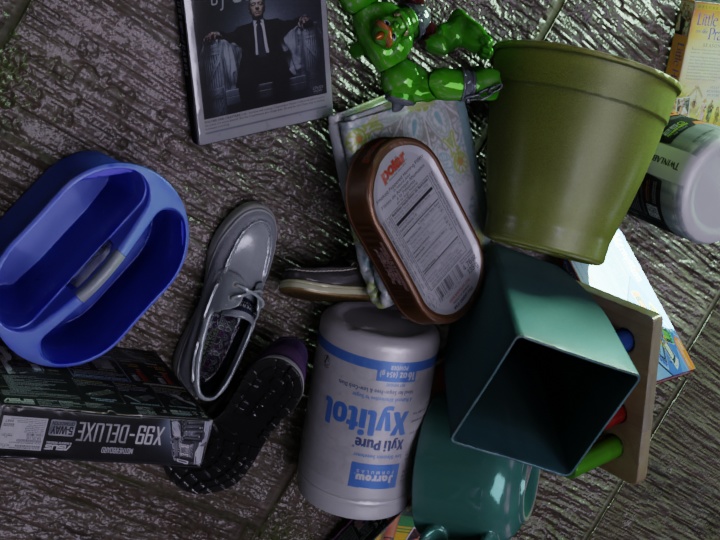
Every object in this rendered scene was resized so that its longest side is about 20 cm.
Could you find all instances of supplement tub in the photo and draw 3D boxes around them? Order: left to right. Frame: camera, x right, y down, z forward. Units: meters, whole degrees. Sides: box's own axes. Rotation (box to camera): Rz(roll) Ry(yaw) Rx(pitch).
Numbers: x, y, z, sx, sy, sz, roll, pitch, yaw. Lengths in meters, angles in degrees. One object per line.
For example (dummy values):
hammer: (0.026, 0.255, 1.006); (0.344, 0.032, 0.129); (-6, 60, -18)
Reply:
supplement tub: (0.007, 0.145, 1.266); (0.130, 0.132, 0.204); (-1, 109, -30)
supplement tub: (0.330, -0.115, 1.317); (0.121, 0.199, 0.125); (-12, 115, -27)

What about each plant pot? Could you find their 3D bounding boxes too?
plant pot: (0.168, 0.073, 1.219); (0.139, 0.201, 0.142); (18, 123, -18)
plant pot: (0.209, -0.113, 1.224); (0.198, 0.199, 0.196); (13, 92, -34)

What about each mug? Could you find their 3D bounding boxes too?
mug: (0.127, 0.230, 1.270); (0.152, 0.112, 0.189); (12, 85, -71)

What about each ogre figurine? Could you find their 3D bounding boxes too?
ogre figurine: (0.051, -0.241, 1.158); (0.119, 0.098, 0.202); (-29, 117, -12)

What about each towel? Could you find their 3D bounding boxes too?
towel: (0.053, -0.085, 1.218); (0.170, 0.048, 0.203); (-24, 106, -37)

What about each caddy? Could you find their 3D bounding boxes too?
caddy: (-0.246, -0.011, 1.064); (0.200, 0.105, 0.141); (-48, 126, -6)

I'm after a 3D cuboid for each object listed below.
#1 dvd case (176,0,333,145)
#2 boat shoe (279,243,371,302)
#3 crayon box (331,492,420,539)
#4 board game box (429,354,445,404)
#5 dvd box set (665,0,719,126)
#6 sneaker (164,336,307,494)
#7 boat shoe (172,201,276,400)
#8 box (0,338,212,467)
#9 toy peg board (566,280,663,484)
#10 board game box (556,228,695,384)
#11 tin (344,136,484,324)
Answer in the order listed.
dvd case: (-0.099, -0.231, 1.118); (0.148, 0.025, 0.203); (-16, 117, -26)
boat shoe: (0.000, 0.000, 1.248); (0.198, 0.073, 0.066); (2, 87, -39)
crayon box: (0.043, 0.356, 1.394); (0.200, 0.058, 0.172); (-46, 122, 4)
board game box: (0.101, 0.197, 1.404); (0.102, 0.019, 0.203); (-27, 121, -21)
dvd box set: (0.425, -0.221, 1.436); (0.144, 0.029, 0.204); (-4, 111, -30)
sneaker: (-0.120, 0.149, 1.227); (0.076, 0.088, 0.200); (42, 111, -10)
boat shoe: (-0.124, 0.035, 1.178); (0.069, 0.071, 0.204); (16, 100, -35)
box: (-0.254, 0.116, 1.080); (0.197, 0.157, 0.051); (9, 105, -34)
toy peg board: (0.222, 0.123, 1.335); (0.097, 0.199, 0.203); (-15, 116, -37)
board game box: (0.302, 0.039, 1.380); (0.102, 0.202, 0.019); (-11, 156, -31)
tin: (0.057, -0.038, 1.169); (0.112, 0.041, 0.202); (-48, 120, -34)
